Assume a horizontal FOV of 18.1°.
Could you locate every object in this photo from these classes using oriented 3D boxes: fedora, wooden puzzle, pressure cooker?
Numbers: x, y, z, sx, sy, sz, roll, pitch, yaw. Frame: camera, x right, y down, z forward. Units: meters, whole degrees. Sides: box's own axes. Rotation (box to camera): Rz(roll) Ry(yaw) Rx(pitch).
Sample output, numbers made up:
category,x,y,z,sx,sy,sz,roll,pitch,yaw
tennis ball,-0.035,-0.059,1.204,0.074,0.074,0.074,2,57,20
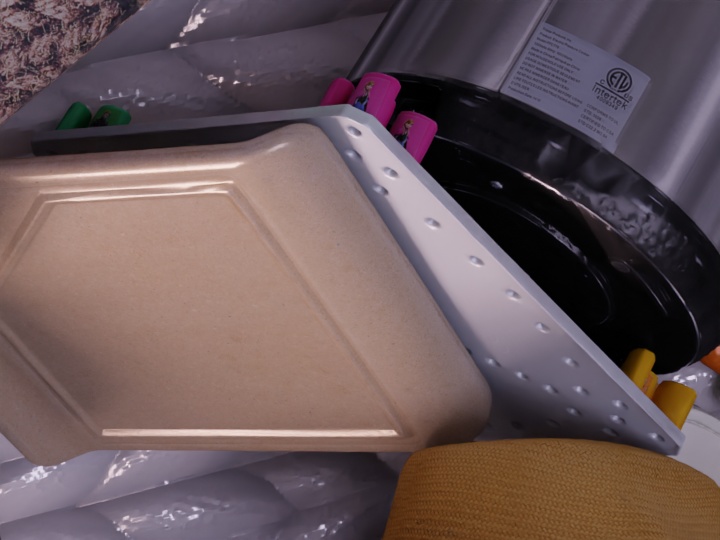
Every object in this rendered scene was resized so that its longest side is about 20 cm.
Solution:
category,x,y,z,sx,sy,sz,roll,pitch,yaw
fedora,0.073,0.107,0.840,0.200,0.201,0.082,14,77,-28
wooden puzzle,-0.072,0.011,0.832,0.200,0.037,0.185,-6,143,24
pressure cooker,0.103,-0.081,0.860,0.176,0.179,0.200,41,69,-28

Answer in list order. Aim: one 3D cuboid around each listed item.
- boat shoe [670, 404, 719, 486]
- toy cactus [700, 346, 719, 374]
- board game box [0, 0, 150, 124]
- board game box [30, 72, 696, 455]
category,x,y,z,sx,sy,sz,roll,pitch,yaw
boat shoe,0.154,0.113,0.993,0.073,0.062,0.200,-42,129,2
toy cactus,0.247,0.047,1.048,0.165,0.102,0.200,-40,113,-17
board game box,-0.173,-0.103,0.720,0.200,0.097,0.159,-45,102,-28
board game box,0.000,0.000,0.854,0.200,0.200,0.026,44,64,-31
